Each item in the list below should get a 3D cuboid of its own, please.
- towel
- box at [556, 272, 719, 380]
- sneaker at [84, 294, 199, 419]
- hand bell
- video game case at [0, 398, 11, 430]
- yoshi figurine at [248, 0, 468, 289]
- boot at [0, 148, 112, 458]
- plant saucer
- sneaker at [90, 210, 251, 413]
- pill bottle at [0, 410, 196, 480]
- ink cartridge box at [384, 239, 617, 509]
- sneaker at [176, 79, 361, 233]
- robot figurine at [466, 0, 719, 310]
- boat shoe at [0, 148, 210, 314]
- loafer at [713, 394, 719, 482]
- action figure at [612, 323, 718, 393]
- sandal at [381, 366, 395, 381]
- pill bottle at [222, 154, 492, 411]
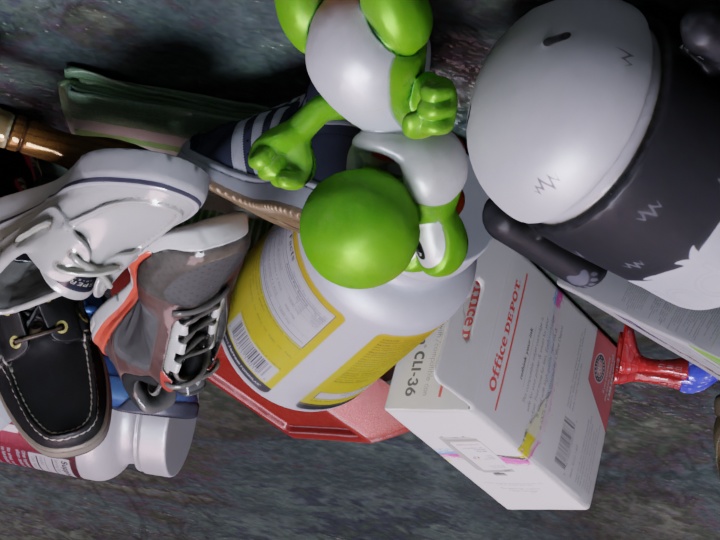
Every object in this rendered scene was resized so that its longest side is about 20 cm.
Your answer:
[{"bbox_3d":[-0.102,-0.059,1.512,0.152,0.023,0.200,11,156,6],"label":"towel"},{"bbox_3d":[0.214,0.045,1.374,0.144,0.036,0.200,29,-179,-26],"label":"box"},{"bbox_3d":[-0.188,0.049,1.705,0.200,0.079,0.066,18,-178,37],"label":"sneaker"},{"bbox_3d":[-0.191,-0.075,1.412,0.200,0.104,0.104,20,157,-9],"label":"hand bell"},{"bbox_3d":[-0.321,0.018,1.633,0.182,0.023,0.200,48,172,-26],"label":"video game case"},{"bbox_3d":[-0.002,-0.074,1.204,0.112,0.112,0.200,-20,114,-3],"label":"yoshi figurine"},{"bbox_3d":[-0.211,0.004,1.533,0.073,0.200,0.151,-14,150,-3],"label":"boot"},{"bbox_3d":[-0.072,0.058,1.638,0.199,0.037,0.200,35,165,-16],"label":"plant saucer"},{"bbox_3d":[-0.101,0.029,1.464,0.077,0.082,0.200,-16,164,-24],"label":"sneaker"},{"bbox_3d":[-0.227,0.093,1.824,0.200,0.113,0.113,10,157,10],"label":"pill bottle"},{"bbox_3d":[0.084,0.061,1.548,0.067,0.117,0.200,-2,151,34],"label":"ink cartridge box"},{"bbox_3d":[-0.029,-0.079,1.354,0.070,0.109,0.200,26,177,-29],"label":"sneaker"},{"bbox_3d":[0.147,-0.058,1.228,0.200,0.150,0.125,26,180,-27],"label":"robot figurine"},{"bbox_3d":[-0.157,-0.017,1.377,0.072,0.066,0.200,25,154,-38],"label":"boat shoe"},{"bbox_3d":[0.288,0.121,1.554,0.076,0.068,0.200,6,-177,-18],"label":"loafer"},{"bbox_3d":[0.260,0.059,1.523,0.200,0.052,0.065,9,163,2],"label":"action figure"},{"bbox_3d":[0.029,0.050,1.617,0.206,0.059,0.079,22,156,-27],"label":"sandal"},{"bbox_3d":[0.000,0.000,1.451,0.112,0.112,0.200,22,148,-17],"label":"pill bottle"}]
